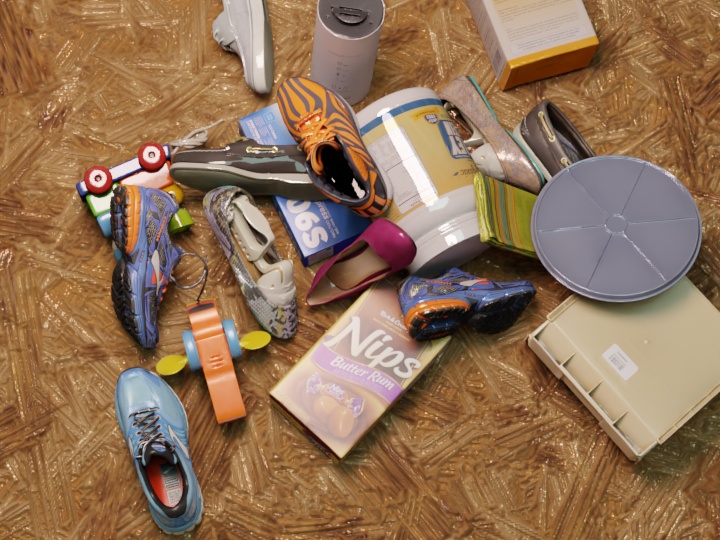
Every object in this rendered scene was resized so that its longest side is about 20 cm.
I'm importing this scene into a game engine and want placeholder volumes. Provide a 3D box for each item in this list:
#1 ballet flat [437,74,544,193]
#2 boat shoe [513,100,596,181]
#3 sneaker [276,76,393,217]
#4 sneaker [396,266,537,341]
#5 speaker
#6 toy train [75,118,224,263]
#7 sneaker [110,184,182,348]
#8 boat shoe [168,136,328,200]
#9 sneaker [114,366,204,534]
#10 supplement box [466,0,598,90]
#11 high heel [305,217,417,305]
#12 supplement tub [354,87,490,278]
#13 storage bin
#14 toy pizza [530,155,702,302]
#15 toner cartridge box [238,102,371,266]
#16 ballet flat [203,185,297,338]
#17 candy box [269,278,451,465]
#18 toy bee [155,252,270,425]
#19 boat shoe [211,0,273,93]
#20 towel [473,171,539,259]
[{"bbox_3d":[0.155,-0.160,1.665,0.067,0.068,0.200,-28,58,-6],"label":"ballet flat"},{"bbox_3d":[0.274,-0.122,1.654,0.201,0.061,0.072,50,43,11],"label":"boat shoe"},{"bbox_3d":[-0.039,-0.151,1.516,0.078,0.112,0.200,-41,74,10],"label":"sneaker"},{"bbox_3d":[0.128,0.028,1.585,0.200,0.075,0.079,-3,49,-36],"label":"sneaker"},{"bbox_3d":[-0.018,-0.274,1.624,0.081,0.200,0.081,1,73,-4],"label":"speaker"},{"bbox_3d":[-0.234,-0.097,1.625,0.200,0.085,0.116,-25,87,-11],"label":"toy train"},{"bbox_3d":[-0.244,-0.003,1.557,0.078,0.075,0.200,-7,111,-27],"label":"sneaker"},{"bbox_3d":[-0.128,-0.127,1.601,0.201,0.072,0.061,5,70,-7],"label":"boat shoe"},{"bbox_3d":[-0.229,0.200,1.526,0.078,0.090,0.200,-21,75,-10],"label":"sneaker"},{"bbox_3d":[0.211,-0.350,1.729,0.126,0.074,0.200,-16,75,-8],"label":"supplement box"},{"bbox_3d":[0.000,0.000,1.548,0.067,0.200,0.096,46,71,-3],"label":"high heel"},{"bbox_3d":[0.071,-0.104,1.608,0.144,0.145,0.200,-25,77,-11],"label":"supplement tub"},{"bbox_3d":[0.332,0.096,1.592,0.198,0.094,0.200,-39,79,-13],"label":"storage bin"},{"bbox_3d":[0.302,-0.048,1.576,0.200,0.032,0.201,-2,62,4],"label":"toy pizza"},{"bbox_3d":[-0.070,-0.114,1.655,0.095,0.043,0.200,-24,76,-11],"label":"toner cartridge box"},{"bbox_3d":[-0.119,-0.012,1.577,0.072,0.072,0.201,-29,96,-12],"label":"ballet flat"},{"bbox_3d":[0.000,0.117,1.584,0.117,0.056,0.200,41,73,9],"label":"candy box"},{"bbox_3d":[-0.172,0.075,1.574,0.131,0.109,0.200,6,98,-10],"label":"toy bee"},{"bbox_3d":[-0.154,-0.314,1.704,0.071,0.070,0.201,-10,70,5],"label":"boat shoe"},{"bbox_3d":[0.205,-0.058,1.599,0.200,0.018,0.086,14,64,-46],"label":"towel"}]
